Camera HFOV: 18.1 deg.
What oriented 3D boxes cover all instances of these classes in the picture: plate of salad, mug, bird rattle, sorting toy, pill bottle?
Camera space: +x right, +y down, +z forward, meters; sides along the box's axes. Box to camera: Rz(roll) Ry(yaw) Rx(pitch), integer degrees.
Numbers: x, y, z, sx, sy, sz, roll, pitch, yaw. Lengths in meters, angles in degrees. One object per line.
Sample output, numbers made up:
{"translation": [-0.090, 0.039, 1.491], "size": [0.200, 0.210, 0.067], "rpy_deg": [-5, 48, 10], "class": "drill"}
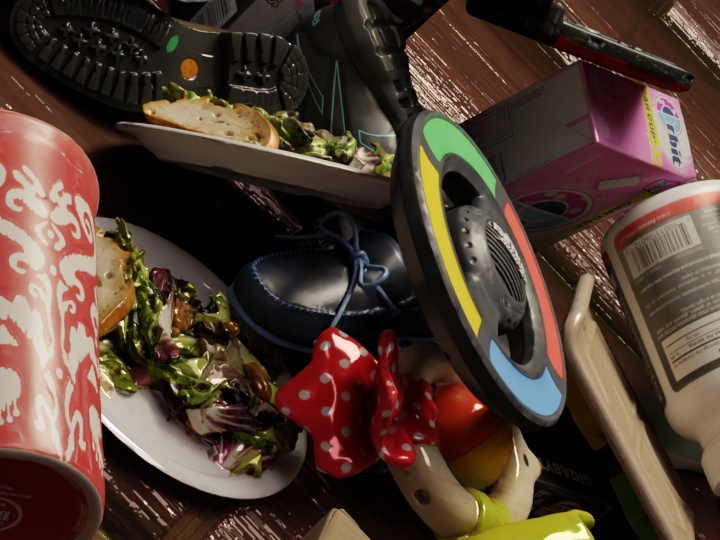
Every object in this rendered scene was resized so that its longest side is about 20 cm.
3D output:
{"translation": [-0.052, -0.077, 1.397], "size": [0.199, 0.048, 0.200], "rpy_deg": [12, -1, 0], "class": "plate of salad"}
{"translation": [-0.205, 0.044, 1.093], "size": [0.134, 0.177, 0.200], "rpy_deg": [72, 4, -51], "class": "mug"}
{"translation": [0.043, 0.108, 1.325], "size": [0.200, 0.113, 0.163], "rpy_deg": [47, 28, -5], "class": "bird rattle"}
{"translation": [0.174, 0.110, 1.509], "size": [0.185, 0.036, 0.201], "rpy_deg": [-46, 113, -79], "class": "sorting toy"}
{"translation": [0.252, 0.048, 1.572], "size": [0.116, 0.116, 0.201], "rpy_deg": [10, 54, -50], "class": "pill bottle"}
{"translation": [-0.101, 0.042, 1.290], "size": [0.200, 0.048, 0.200], "rpy_deg": [35, 28, -22], "class": "plate of salad"}

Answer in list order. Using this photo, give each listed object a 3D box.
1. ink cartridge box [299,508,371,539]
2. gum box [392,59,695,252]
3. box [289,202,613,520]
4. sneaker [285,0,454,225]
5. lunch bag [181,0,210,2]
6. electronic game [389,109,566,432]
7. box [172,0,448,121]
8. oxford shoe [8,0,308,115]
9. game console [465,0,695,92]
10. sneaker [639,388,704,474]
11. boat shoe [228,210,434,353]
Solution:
{"translation": [0.015, 0.244, 1.154], "size": [0.200, 0.075, 0.165], "rpy_deg": [44, 25, -4], "class": "ink cartridge box"}
{"translation": [0.121, -0.068, 1.605], "size": [0.113, 0.200, 0.066], "rpy_deg": [15, 58, -45], "class": "gum box"}
{"translation": [0.060, 0.067, 1.493], "size": [0.200, 0.050, 0.199], "rpy_deg": [22, 35, -39], "class": "box"}
{"translation": [0.011, -0.085, 1.512], "size": [0.075, 0.079, 0.201], "rpy_deg": [-13, 81, -68], "class": "sneaker"}
{"translation": [-0.134, -0.287, 1.460], "size": [0.127, 0.201, 0.170], "rpy_deg": [11, 13, -11], "class": "lunch bag"}
{"translation": [0.072, 0.000, 1.329], "size": [0.200, 0.042, 0.200], "rpy_deg": [53, 23, -35], "class": "electronic game"}
{"translation": [-0.025, -0.212, 1.575], "size": [0.115, 0.200, 0.132], "rpy_deg": [29, 32, -33], "class": "box"}
{"translation": [-0.140, -0.137, 1.468], "size": [0.199, 0.073, 0.084], "rpy_deg": [15, -1, -28], "class": "oxford shoe"}
{"translation": [0.143, -0.212, 1.552], "size": [0.172, 0.119, 0.200], "rpy_deg": [19, 7, -14], "class": "game console"}
{"translation": [0.299, 0.101, 1.712], "size": [0.200, 0.118, 0.074], "rpy_deg": [9, 43, -52], "class": "sneaker"}
{"translation": [0.000, 0.000, 1.379], "size": [0.200, 0.069, 0.084], "rpy_deg": [-8, 57, -54], "class": "boat shoe"}
